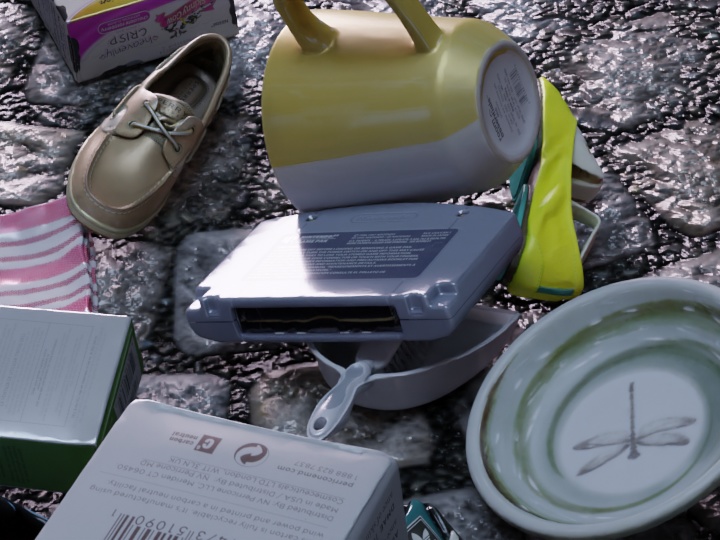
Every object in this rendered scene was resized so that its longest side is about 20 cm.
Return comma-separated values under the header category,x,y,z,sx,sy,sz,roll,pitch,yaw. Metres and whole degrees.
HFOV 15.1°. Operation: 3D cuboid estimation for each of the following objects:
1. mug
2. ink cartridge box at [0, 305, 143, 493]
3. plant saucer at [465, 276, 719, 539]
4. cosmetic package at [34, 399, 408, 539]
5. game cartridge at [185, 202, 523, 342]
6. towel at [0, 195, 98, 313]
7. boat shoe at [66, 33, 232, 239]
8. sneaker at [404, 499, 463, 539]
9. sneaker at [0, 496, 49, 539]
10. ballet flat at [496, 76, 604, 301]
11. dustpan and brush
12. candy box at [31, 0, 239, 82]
category,x,y,z,sx,sy,sz,roll,pitch,yaw
mug,0.026,-0.112,1.830,0.153,0.186,0.150,-2,78,34
ink cartridge box,-0.248,0.078,1.746,0.199,0.059,0.104,5,52,9
plant saucer,0.164,0.094,1.666,0.200,0.050,0.200,-18,43,17
cosmetic package,-0.073,0.207,1.475,0.164,0.200,0.165,12,45,22
game cartridge,0.000,0.000,1.778,0.200,0.041,0.133,-1,32,31
towel,-0.252,0.024,1.856,0.146,0.030,0.200,-9,40,-1
boat shoe,-0.147,-0.100,1.943,0.072,0.065,0.200,34,44,-1
sneaker,0.041,0.185,1.575,0.200,0.080,0.071,26,50,34
sneaker,-0.235,0.162,1.642,0.199,0.090,0.078,8,42,20
ballet flat,0.133,-0.052,1.869,0.067,0.067,0.200,15,43,-6
dustpan and brush,0.010,0.059,1.747,0.139,0.057,0.200,10,43,20
candy box,-0.192,-0.239,2.135,0.136,0.061,0.200,-19,42,-14
